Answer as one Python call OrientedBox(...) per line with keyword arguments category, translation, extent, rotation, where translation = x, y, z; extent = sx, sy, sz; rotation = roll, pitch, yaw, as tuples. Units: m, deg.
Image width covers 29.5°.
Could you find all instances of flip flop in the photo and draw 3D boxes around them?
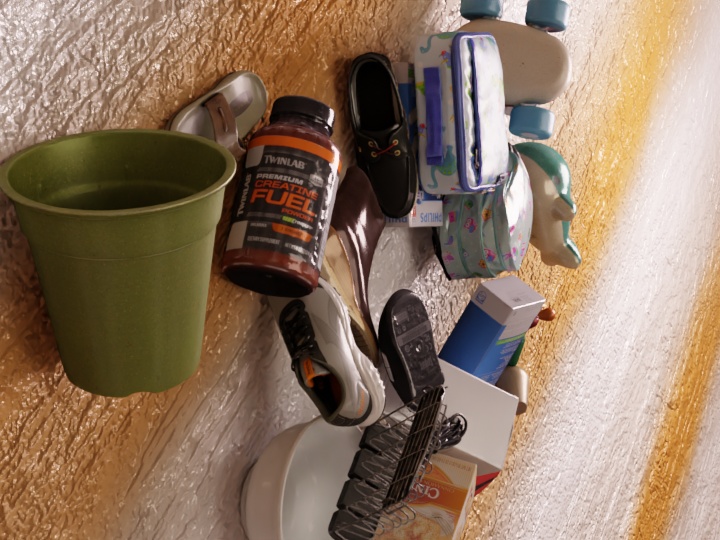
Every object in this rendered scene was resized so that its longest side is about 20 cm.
OrientedBox(category="flip flop", translation=(-0.139, -0.141, 1.392), extent=(0.200, 0.057, 0.082), rotation=(-53, 134, -46))

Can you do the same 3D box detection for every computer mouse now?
OrientedBox(category="computer mouse", translation=(0.044, 0.132, 1.585), extent=(0.140, 0.046, 0.202), rotation=(-32, 107, -44))

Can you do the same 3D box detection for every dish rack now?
OrientedBox(category="dish rack", translation=(0.038, 0.204, 1.415), extent=(0.054, 0.200, 0.155), rotation=(29, 59, -13))

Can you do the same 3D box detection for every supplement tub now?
OrientedBox(category="supplement tub", translation=(-0.079, -0.080, 1.450), extent=(0.107, 0.106, 0.202), rotation=(36, 59, -54))

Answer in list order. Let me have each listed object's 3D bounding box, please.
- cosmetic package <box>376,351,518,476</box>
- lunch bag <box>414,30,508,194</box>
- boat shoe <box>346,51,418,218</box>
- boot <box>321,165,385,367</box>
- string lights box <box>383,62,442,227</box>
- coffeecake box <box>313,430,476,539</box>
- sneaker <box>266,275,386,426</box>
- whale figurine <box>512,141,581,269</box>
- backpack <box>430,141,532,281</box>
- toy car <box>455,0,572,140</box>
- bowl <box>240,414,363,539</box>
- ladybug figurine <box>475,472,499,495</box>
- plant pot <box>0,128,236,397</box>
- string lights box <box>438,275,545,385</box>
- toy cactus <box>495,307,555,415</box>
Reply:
OrientedBox(category="cosmetic package", translation=(0.088, 0.168, 1.678), extent=(0.199, 0.074, 0.103), rotation=(29, 63, -21))
OrientedBox(category="lunch bag", translation=(0.124, -0.195, 1.704), extent=(0.160, 0.082, 0.203), rotation=(-12, 100, -64))
OrientedBox(category="boat shoe", translation=(0.023, -0.160, 1.645), extent=(0.063, 0.073, 0.204), rotation=(-42, 122, -79))
OrientedBox(category="boot", translation=(0.000, 0.000, 1.617), extent=(0.167, 0.072, 0.201), rotation=(-58, 134, -39))
OrientedBox(category="string lights box", translation=(0.057, -0.156, 1.726), extent=(0.102, 0.058, 0.203), rotation=(-6, 96, -62))
OrientedBox(category="coffeecake box", translation=(0.034, 0.305, 1.588), extent=(0.073, 0.152, 0.201), rotation=(87, 22, -54))
OrientedBox(category="sneaker", translation=(-0.047, 0.078, 1.464), extent=(0.079, 0.074, 0.201), rotation=(-6, 59, -54))
OrientedBox(category="whale figurine", translation=(0.268, -0.098, 1.993), extent=(0.104, 0.159, 0.201), rotation=(-41, 113, -23))
OrientedBox(category="backpack", translation=(0.165, -0.077, 1.837), extent=(0.168, 0.125, 0.201), rotation=(66, 29, -28))
OrientedBox(category="toy car", translation=(0.201, -0.272, 1.923), extent=(0.200, 0.175, 0.187), rotation=(72, 26, -84))
OrientedBox(category="bowl", translation=(-0.068, 0.254, 1.487), extent=(0.200, 0.090, 0.204), rotation=(-1, 91, -59))
OrientedBox(category="ladybug figurine", translation=(0.128, 0.258, 1.788), extent=(0.199, 0.072, 0.136), rotation=(-18, 146, -52))
OrientedBox(category="plant pot", translation=(-0.204, -0.001, 1.186), extent=(0.200, 0.198, 0.192), rotation=(-38, 136, -53))
OrientedBox(category="string lights box", translation=(0.152, 0.109, 1.789), extent=(0.102, 0.059, 0.201), rotation=(-9, 133, -57))
OrientedBox(category="toy cactus", translation=(0.214, 0.129, 1.893), extent=(0.166, 0.101, 0.201), rotation=(-92, -167, -45))
